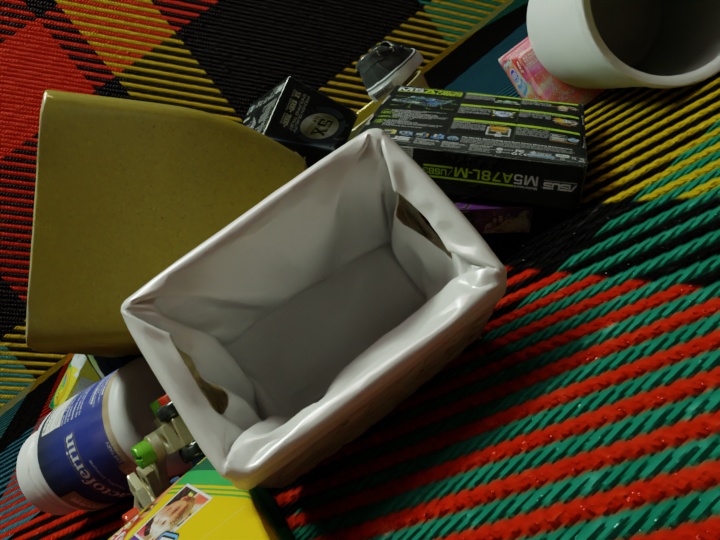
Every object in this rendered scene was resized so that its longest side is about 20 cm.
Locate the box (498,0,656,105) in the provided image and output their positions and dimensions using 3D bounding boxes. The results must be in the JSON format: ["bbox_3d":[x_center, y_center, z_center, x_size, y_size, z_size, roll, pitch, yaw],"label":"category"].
[{"bbox_3d":[0.280,-0.275,0.898,0.200,0.095,0.103,-37,14,6],"label":"box"}]

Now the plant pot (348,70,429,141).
[{"bbox_3d":[0.038,-0.143,0.986,0.200,0.142,0.200,-35,14,10],"label":"plant pot"}]

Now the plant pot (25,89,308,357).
[{"bbox_3d":[-0.139,-0.026,0.637,0.199,0.196,0.196,1,-8,-1],"label":"plant pot"}]

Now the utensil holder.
[{"bbox_3d":[0.268,-0.266,0.746,0.170,0.170,0.200,-36,11,5],"label":"utensil holder"}]

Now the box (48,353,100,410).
[{"bbox_3d":[-0.260,0.088,0.873,0.048,0.117,0.201,9,71,52],"label":"box"}]

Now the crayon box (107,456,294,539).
[{"bbox_3d":[-0.130,0.206,0.433,0.200,0.058,0.172,-40,13,-11],"label":"crayon box"}]

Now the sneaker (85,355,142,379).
[{"bbox_3d":[-0.228,0.113,0.796,0.082,0.201,0.072,11,54,32],"label":"sneaker"}]

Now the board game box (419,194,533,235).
[{"bbox_3d":[0.074,-0.089,0.714,0.119,0.032,0.200,1,29,-11],"label":"board game box"}]

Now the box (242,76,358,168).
[{"bbox_3d":[-0.099,-0.111,0.848,0.165,0.086,0.200,-67,19,-5],"label":"box"}]

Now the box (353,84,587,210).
[{"bbox_3d":[0.108,-0.122,0.704,0.199,0.048,0.193,8,27,10],"label":"box"}]

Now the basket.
[{"bbox_3d":[-0.024,0.033,0.486,0.200,0.136,0.123,-36,-20,-9],"label":"basket"}]

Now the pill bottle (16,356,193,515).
[{"bbox_3d":[-0.247,0.169,0.742,0.199,0.116,0.116,-30,15,32],"label":"pill bottle"}]

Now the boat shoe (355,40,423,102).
[{"bbox_3d":[0.037,-0.275,0.992,0.068,0.057,0.200,-33,14,21],"label":"boat shoe"}]

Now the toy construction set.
[{"bbox_3d":[-0.115,0.119,0.599,0.200,0.092,0.131,-47,6,-32],"label":"toy construction set"}]
